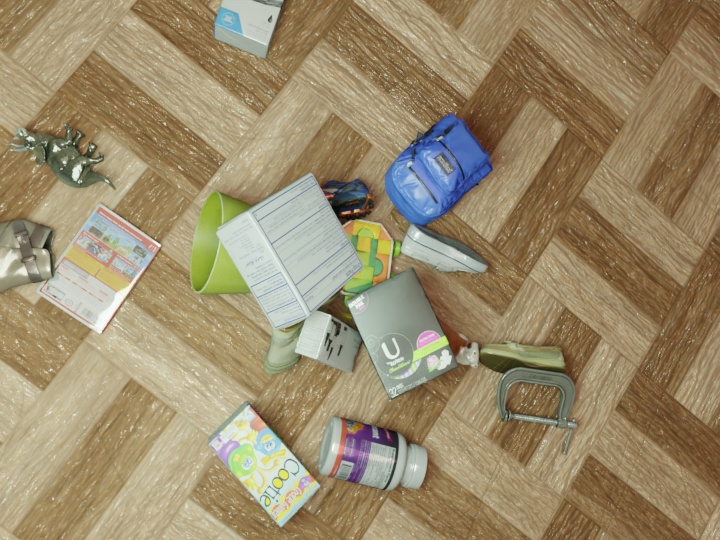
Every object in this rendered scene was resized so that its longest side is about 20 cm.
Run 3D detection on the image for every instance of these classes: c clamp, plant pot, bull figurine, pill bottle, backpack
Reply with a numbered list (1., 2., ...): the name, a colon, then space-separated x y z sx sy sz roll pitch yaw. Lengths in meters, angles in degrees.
1. c clamp: 0.371 0.290 1.410 0.196 0.027 0.174 15 101 -8
2. plant pot: -0.200 -0.034 1.274 0.197 0.186 0.191 12 81 -29
3. bull figurine: 0.149 0.147 1.377 0.200 0.065 0.122 43 83 0
4. pill bottle: 0.025 0.360 1.303 0.196 0.111 0.114 17 81 -11
5. backpack: 0.149 -0.203 1.365 0.199 0.168 0.163 -39 87 -10

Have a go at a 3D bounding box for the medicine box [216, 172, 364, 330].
1. medicine box: -0.117 -0.035 1.169 0.182 0.102 0.202 -40 103 -47

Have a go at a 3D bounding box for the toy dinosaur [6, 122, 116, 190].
1. toy dinosaur: -0.543 -0.205 1.263 0.199 0.077 0.103 41 89 -11

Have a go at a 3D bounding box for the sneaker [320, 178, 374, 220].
1. sneaker: -0.071 -0.138 1.361 0.195 0.076 0.079 -7 49 -4

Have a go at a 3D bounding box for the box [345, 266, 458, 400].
1. box: 0.076 0.119 1.282 0.146 0.124 0.203 -25 84 -1

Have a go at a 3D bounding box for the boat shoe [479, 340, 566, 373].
1. boat shoe: 0.339 0.178 1.420 0.196 0.074 0.064 9 55 -10

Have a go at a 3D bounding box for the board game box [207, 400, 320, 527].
1. board game box: -0.182 0.357 1.260 0.103 0.105 0.201 -42 94 -14

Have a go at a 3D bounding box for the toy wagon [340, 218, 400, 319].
1. toy wagon: 0.000 0.000 1.372 0.152 0.040 0.205 9 82 -11

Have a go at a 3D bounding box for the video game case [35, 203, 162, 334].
1. video game case: -0.491 -0.004 1.272 0.142 0.017 0.202 34 78 -7

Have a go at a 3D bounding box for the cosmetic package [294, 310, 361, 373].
1. cosmetic package: -0.054 0.137 1.266 0.050 0.200 0.084 16 81 21

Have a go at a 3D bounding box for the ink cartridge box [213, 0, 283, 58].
1. ink cartridge box: -0.213 -0.555 1.367 0.114 0.068 0.204 18 80 -11

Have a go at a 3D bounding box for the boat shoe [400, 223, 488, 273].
1. boat shoe: 0.172 -0.032 1.407 0.197 0.074 0.067 26 112 -16

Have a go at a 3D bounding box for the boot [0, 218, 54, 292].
1. boot: -0.630 0.005 1.211 0.143 0.070 0.205 2 81 -11

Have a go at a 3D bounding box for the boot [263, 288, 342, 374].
1. boot: -0.112 0.098 1.296 0.071 0.156 0.200 32 44 14
